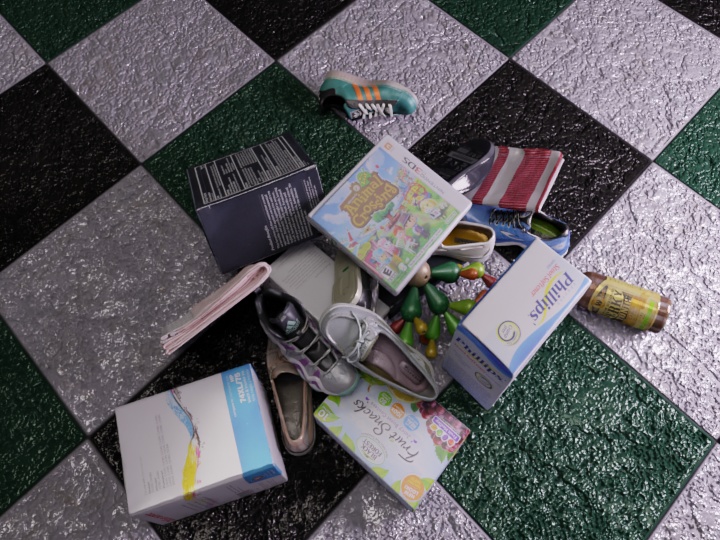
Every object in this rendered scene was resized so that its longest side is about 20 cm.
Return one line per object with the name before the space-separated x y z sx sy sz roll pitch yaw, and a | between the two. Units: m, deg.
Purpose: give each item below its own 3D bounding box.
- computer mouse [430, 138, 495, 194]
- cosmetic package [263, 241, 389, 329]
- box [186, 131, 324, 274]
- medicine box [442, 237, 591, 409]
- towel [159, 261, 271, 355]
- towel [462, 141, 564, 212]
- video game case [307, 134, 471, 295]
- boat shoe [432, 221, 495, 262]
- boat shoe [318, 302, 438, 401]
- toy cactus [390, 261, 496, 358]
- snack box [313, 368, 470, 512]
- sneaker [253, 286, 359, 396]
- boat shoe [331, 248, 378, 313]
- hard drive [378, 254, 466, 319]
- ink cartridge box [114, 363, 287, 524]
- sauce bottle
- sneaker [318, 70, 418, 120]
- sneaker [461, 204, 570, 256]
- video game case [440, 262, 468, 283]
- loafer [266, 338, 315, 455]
computer mouse | 0.149 -0.153 1.059 0.198 0.053 0.138 -34 35 -11
cosmetic package | -0.057 0.048 1.014 0.199 0.075 0.101 41 64 16
box | -0.171 -0.118 1.028 0.194 0.126 0.201 -20 31 -9
medicine box | 0.223 0.085 0.921 0.102 0.201 0.182 40 71 18
towel | -0.228 0.052 0.960 0.190 0.199 0.033 -38 99 -14
towel | 0.240 -0.167 1.088 0.196 0.023 0.145 13 55 32
video game case | 0.047 -0.091 0.955 0.181 0.022 0.200 39 69 10
boat shoe | 0.122 -0.059 1.007 0.194 0.070 0.073 10 65 5
boat shoe | 0.029 0.118 0.885 0.200 0.065 0.075 38 94 -14
toy cactus | 0.110 0.031 0.978 0.199 0.102 0.166 -39 92 -9
snack box | 0.046 0.235 0.937 0.198 0.053 0.143 37 71 18
sneaker | -0.088 0.098 0.902 0.198 0.141 0.078 36 74 20
boat shoe | 0.000 0.000 0.981 0.071 0.067 0.203 -30 36 32
hard drive | 0.087 -0.032 1.053 0.198 0.033 0.140 -34 68 -14
ink cartridge box | -0.222 0.251 0.885 0.195 0.148 0.149 -17 65 -7
sauce bottle | 0.399 0.042 1.014 0.195 0.065 0.066 18 66 12
sneaker | 0.011 -0.321 1.196 0.195 0.072 0.082 16 70 14
sneaker | 0.266 -0.085 1.062 0.195 0.090 0.080 16 65 11
video game case | 0.083 -0.040 1.086 0.194 0.018 0.147 -8 64 -2
loafer | -0.107 0.179 0.962 0.070 0.063 0.205 -12 65 -3
